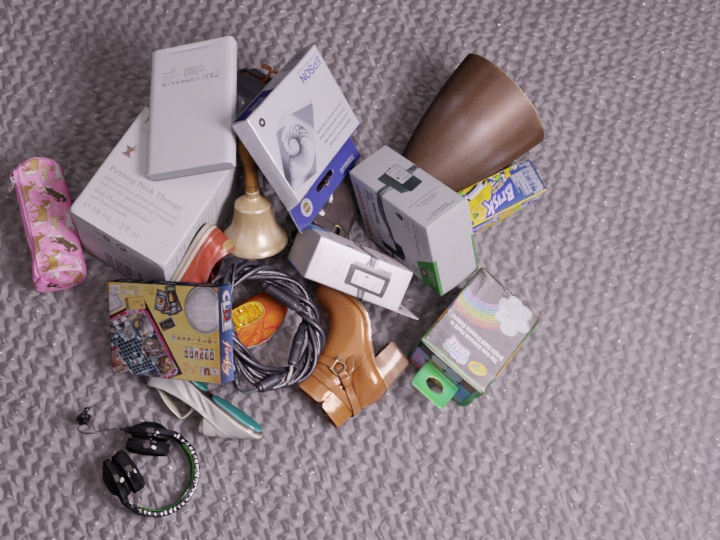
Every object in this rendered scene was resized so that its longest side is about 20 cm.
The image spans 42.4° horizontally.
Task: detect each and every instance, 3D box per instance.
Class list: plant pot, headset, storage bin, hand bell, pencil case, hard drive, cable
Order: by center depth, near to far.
[{"bbox_3d":[-0.242,-0.234,1.340,0.130,0.026,0.203,-7,70,14],"label":"hard drive"},{"bbox_3d":[-0.328,0.270,1.346,0.199,0.094,0.124,40,66,-10],"label":"headset"},{"bbox_3d":[-0.135,0.073,1.359,0.161,0.051,0.203,-15,82,-25],"label":"cable"},{"bbox_3d":[-0.159,-0.130,1.370,0.102,0.202,0.105,1,34,-1],"label":"hand bell"},{"bbox_3d":[-0.477,-0.068,1.420,0.085,0.083,0.203,-16,75,-13],"label":"pencil case"},{"bbox_3d":[-0.184,-0.249,1.431,0.199,0.133,0.147,37,110,36],"label":"storage bin"},{"bbox_3d":[0.166,-0.214,1.521,0.200,0.187,0.187,-43,81,-4],"label":"plant pot"}]

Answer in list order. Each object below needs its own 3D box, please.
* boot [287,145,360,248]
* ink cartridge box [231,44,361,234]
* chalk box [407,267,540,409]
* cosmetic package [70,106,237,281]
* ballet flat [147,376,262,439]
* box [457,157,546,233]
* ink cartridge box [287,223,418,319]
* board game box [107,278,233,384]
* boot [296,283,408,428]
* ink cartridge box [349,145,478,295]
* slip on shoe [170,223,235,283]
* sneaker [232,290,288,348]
[{"bbox_3d":[-0.066,-0.109,1.468,0.200,0.069,0.175,41,66,-26],"label":"boot"},{"bbox_3d":[-0.077,-0.193,1.367,0.201,0.040,0.201,57,48,-29],"label":"ink cartridge box"},{"bbox_3d":[0.158,0.121,1.424,0.124,0.124,0.200,41,72,6],"label":"chalk box"},{"bbox_3d":[-0.306,-0.097,1.408,0.166,0.167,0.201,29,69,3],"label":"cosmetic package"},{"bbox_3d":[-0.235,0.203,1.379,0.199,0.070,0.070,37,71,10],"label":"ballet flat"},{"bbox_3d":[0.202,-0.107,1.531,0.198,0.070,0.065,-25,78,-15],"label":"box"},{"bbox_3d":[0.000,0.000,1.409,0.198,0.116,0.069,22,97,-22],"label":"ink cartridge box"},{"bbox_3d":[-0.273,0.085,1.328,0.197,0.034,0.138,3,97,27],"label":"board game box"},{"bbox_3d":[-0.042,0.126,1.428,0.155,0.077,0.201,-40,88,-14],"label":"boot"},{"bbox_3d":[0.081,-0.079,1.427,0.083,0.148,0.200,-34,46,-17],"label":"ink cartridge box"},{"bbox_3d":[-0.249,0.028,1.386,0.061,0.074,0.202,31,104,2],"label":"slip on shoe"},{"bbox_3d":[-0.181,0.085,1.407,0.199,0.077,0.073,-36,79,-31],"label":"sneaker"}]
